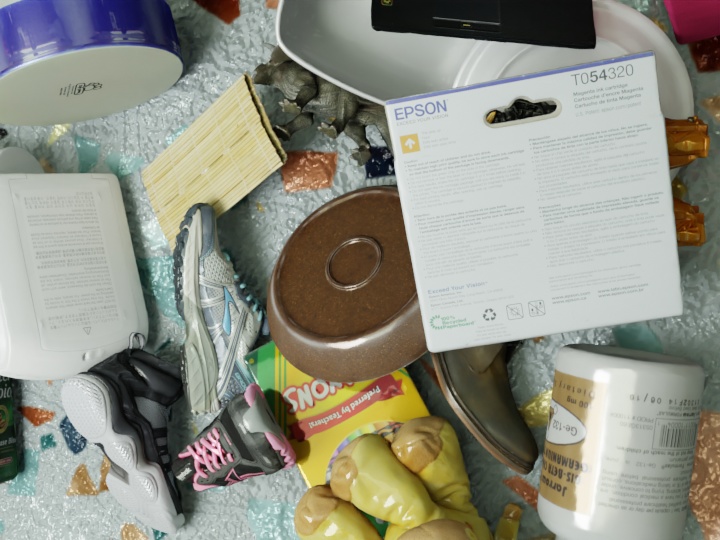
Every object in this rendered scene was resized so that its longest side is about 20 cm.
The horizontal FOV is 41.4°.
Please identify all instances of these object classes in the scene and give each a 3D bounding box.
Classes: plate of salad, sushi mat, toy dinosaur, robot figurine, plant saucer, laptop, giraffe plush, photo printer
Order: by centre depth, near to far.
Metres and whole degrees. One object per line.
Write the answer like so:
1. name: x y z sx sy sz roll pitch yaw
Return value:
1. laptop: 0.101 -0.284 0.719 0.177 0.103 0.201 4 68 -5
2. giraffe plush: 0.056 0.233 0.742 0.200 0.162 0.173 42 94 -14
3. robot figurine: 0.169 -0.067 0.757 0.199 0.058 0.145 -2 108 9
4. plate of salad: 0.173 -0.126 0.796 0.199 0.048 0.201 2 107 8
5. plant saucer: 0.000 0.000 0.828 0.200 0.035 0.201 -14 52 19
6. toy dinosaur: -0.018 -0.158 0.866 0.199 0.077 0.102 19 63 9
7. sushi mat: -0.146 -0.098 0.916 0.200 0.012 0.096 -32 78 43
8. photo printer: -0.298 0.006 0.936 0.069 0.166 0.201 -20 81 43

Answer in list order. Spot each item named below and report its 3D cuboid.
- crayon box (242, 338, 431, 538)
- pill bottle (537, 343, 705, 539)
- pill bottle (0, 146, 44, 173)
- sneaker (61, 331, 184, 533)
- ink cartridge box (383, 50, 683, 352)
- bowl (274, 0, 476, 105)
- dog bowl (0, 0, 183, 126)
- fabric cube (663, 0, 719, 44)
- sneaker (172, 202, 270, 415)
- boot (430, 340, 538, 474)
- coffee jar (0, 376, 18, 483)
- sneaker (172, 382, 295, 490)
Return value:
1. crayon box: -0.003 0.136 0.850 0.127 0.051 0.200 -29 78 -1
2. pill bottle: 0.199 0.164 0.749 0.114 0.114 0.201 8 92 23
3. pill bottle: -0.439 -0.072 1.023 0.199 0.111 0.112 -10 85 23
4. sneaker: -0.203 0.158 0.939 0.075 0.114 0.200 1 125 38
5. ink cartridge box: 0.131 -0.049 0.715 0.196 0.043 0.201 -9 105 9
6. bowl: 0.041 -0.242 0.817 0.199 0.075 0.201 22 99 -9
7. dog bowl: -0.274 -0.209 0.909 0.200 0.200 0.079 -18 85 21
8. fabric cube: 0.296 -0.301 0.674 0.199 0.199 0.197 -12 84 22
9. sneaker: -0.132 0.034 0.913 0.086 0.078 0.201 -5 95 -17
10. boot: 0.112 0.068 0.810 0.097 0.075 0.200 -39 73 20
11. coffee jar: -0.420 0.129 1.015 0.085 0.104 0.201 -3 88 20
12. sneaker: -0.117 0.158 0.835 0.095 0.200 0.079 -23 77 -18
